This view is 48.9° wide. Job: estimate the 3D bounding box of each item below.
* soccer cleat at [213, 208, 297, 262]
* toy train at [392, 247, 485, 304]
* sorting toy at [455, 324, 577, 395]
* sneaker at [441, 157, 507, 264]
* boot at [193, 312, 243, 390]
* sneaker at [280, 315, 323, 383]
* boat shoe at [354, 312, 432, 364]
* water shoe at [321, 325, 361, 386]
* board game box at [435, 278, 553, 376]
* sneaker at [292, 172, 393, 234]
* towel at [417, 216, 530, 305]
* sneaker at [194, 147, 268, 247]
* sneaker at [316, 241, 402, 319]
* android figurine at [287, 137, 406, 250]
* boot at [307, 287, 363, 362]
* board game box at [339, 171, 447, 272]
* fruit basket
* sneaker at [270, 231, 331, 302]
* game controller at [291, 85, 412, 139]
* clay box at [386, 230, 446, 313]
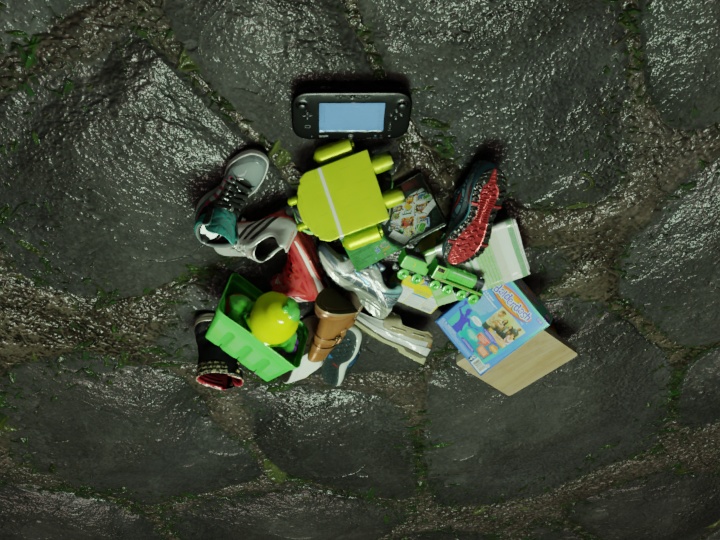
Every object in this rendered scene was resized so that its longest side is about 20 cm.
[{"bbox_3d":[-0.197,-0.050,1.438,0.196,0.087,0.069,-14,140,31],"label":"soccer cleat"},{"bbox_3d":[0.151,0.010,1.485,0.196,0.042,0.057,19,117,-22],"label":"toy train"},{"bbox_3d":[0.341,0.169,1.757,0.197,0.071,0.199,31,126,-33],"label":"sorting toy"},{"bbox_3d":[0.201,-0.106,1.421,0.077,0.096,0.203,15,118,-17],"label":"sneaker"},{"bbox_3d":[-0.250,0.170,1.637,0.195,0.153,0.074,11,136,-18],"label":"boot"},{"bbox_3d":[-0.107,0.165,1.723,0.083,0.074,0.201,-4,142,-38],"label":"sneaker"},{"bbox_3d":[0.062,0.123,1.681,0.197,0.075,0.070,29,85,-11],"label":"boat shoe"},{"bbox_3d":[-0.034,0.169,1.722,0.071,0.079,0.202,38,137,12],"label":"water shoe"},{"bbox_3d":[0.273,0.101,1.634,0.153,0.045,0.199,49,123,1],"label":"board game box"},{"bbox_3d":[-0.032,-0.124,1.400,0.196,0.078,0.084,-21,139,15],"label":"sneaker"},{"bbox_3d":[0.216,-0.018,1.512,0.195,0.031,0.151,-19,130,10],"label":"towel"},{"bbox_3d":[-0.226,-0.110,1.362,0.082,0.123,0.200,25,130,-29],"label":"sneaker"},{"bbox_3d":[0.000,0.000,1.537,0.199,0.078,0.086,40,104,-19],"label":"sneaker"},{"bbox_3d":[-0.026,-0.127,1.351,0.195,0.041,0.186,-21,99,5],"label":"android figurine"},{"bbox_3d":[-0.065,0.114,1.550,0.156,0.073,0.199,-55,162,16],"label":"boot"},{"bbox_3d":[0.052,-0.087,1.446,0.197,0.023,0.106,-27,97,23],"label":"board game box"},{"bbox_3d":[-0.179,0.093,1.528,0.209,0.157,0.220,3,122,5],"label":"fruit basket"},{"bbox_3d":[-0.132,0.003,1.527,0.113,0.080,0.202,-15,135,9],"label":"sneaker"},{"bbox_3d":[-0.015,-0.255,1.287,0.194,0.043,0.106,-1,137,-4],"label":"game controller"},{"bbox_3d":[0.149,-0.005,1.567,0.113,0.048,0.201,20,130,-26],"label":"clay box"}]
